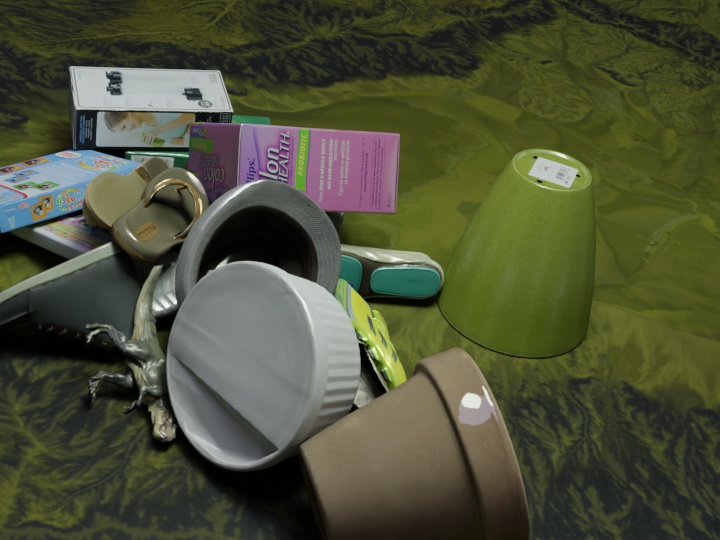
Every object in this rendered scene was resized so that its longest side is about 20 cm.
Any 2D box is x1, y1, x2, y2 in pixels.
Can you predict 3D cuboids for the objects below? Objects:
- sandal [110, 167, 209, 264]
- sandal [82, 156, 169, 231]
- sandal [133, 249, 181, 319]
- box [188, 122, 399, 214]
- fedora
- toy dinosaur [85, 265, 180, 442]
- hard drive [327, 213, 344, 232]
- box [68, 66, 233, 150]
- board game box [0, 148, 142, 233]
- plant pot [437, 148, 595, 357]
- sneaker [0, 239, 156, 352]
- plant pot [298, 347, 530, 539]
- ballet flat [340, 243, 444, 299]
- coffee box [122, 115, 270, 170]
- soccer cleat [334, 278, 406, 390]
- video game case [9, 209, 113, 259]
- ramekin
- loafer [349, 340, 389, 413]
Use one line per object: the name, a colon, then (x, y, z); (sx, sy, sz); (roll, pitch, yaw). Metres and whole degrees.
sandal: (-0.209, -0.068, 1.479); (0.080, 0.054, 0.200); (41, 25, -4)
sandal: (-0.278, -0.072, 1.523); (0.070, 0.078, 0.212); (-27, 8, 20)
sandal: (-0.205, 0.018, 1.518); (0.202, 0.050, 0.083); (-17, 59, -25)
box: (-0.082, -0.122, 1.595); (0.200, 0.097, 0.176); (0, 6, -25)
fedora: (-0.123, 0.006, 1.472); (0.177, 0.090, 0.200); (33, 72, -21)
toy dinosaur: (-0.235, 0.090, 1.375); (0.088, 0.047, 0.200); (-4, 64, -16)
hard drive: (-0.131, -0.057, 1.669); (0.200, 0.026, 0.132); (15, 34, 5)
box: (-0.273, -0.209, 1.737); (0.200, 0.060, 0.117); (-1, 36, -17)
board game box: (-0.377, -0.099, 1.604); (0.200, 0.037, 0.151); (-22, 27, -38)
plant pot: (0.201, -0.034, 1.581); (0.187, 0.200, 0.187); (8, 34, -6)
sneaker: (-0.318, 0.055, 1.410); (0.200, 0.106, 0.075); (-26, 4, -10)
plant pot: (0.039, 0.187, 1.243); (0.174, 0.200, 0.200); (-15, 39, -8)
ballet flat: (0.000, 0.000, 1.598); (0.200, 0.068, 0.062); (8, 24, -16)
coffee box: (-0.213, -0.162, 1.780); (0.200, 0.044, 0.123); (2, 35, -14)
soccer cleat: (0.007, 0.072, 1.491); (0.084, 0.065, 0.200); (-4, 37, -34)
video game case: (-0.293, -0.058, 1.579); (0.200, 0.024, 0.182); (20, 32, 41)
ramekin: (-0.089, 0.093, 1.319); (0.202, 0.203, 0.094); (38, 20, 33)
loafer: (-0.030, 0.086, 1.394); (0.200, 0.067, 0.076); (45, 61, 9)
